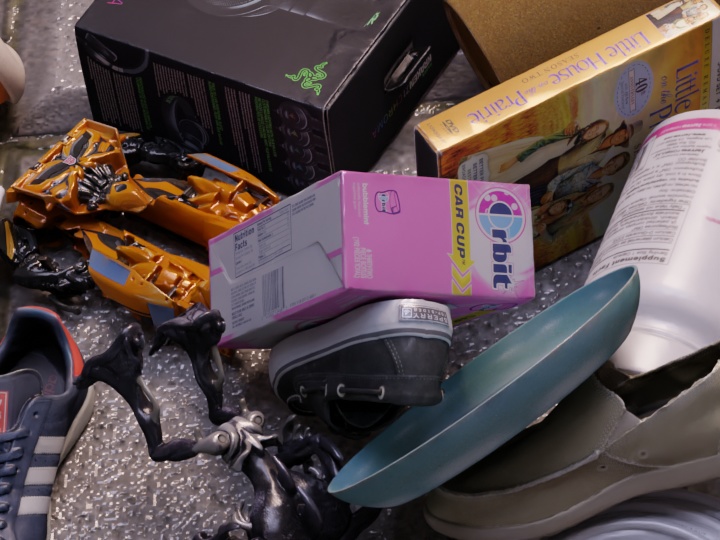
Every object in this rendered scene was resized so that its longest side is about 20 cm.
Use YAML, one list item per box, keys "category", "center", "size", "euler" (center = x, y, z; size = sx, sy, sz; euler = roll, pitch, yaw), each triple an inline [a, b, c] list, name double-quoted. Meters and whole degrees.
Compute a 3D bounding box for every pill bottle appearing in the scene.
- category: "pill bottle"
  center: [0.185, 0.015, 1.588]
  size: [0.113, 0.114, 0.201]
  euler: [11, 50, 18]

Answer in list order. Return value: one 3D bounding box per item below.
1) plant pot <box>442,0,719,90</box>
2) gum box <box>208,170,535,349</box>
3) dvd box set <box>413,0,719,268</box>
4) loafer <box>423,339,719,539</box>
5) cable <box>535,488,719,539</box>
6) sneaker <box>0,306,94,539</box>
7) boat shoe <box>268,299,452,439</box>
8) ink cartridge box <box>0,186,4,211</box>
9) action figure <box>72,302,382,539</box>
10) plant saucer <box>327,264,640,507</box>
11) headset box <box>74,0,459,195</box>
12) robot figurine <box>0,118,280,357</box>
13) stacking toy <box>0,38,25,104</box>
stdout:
- category: "plant pot"
  center: [0.159, -0.178, 1.747]
  size: [0.199, 0.187, 0.187]
  euler: [-32, 49, -3]
- category: "gum box"
  center: [0.000, 0.000, 1.562]
  size: [0.113, 0.200, 0.067]
  euler: [3, 78, -25]
- category: "dvd box set"
  center: [0.125, -0.069, 1.651]
  size: [0.199, 0.147, 0.029]
  euler: [-26, 53, -17]
- category: "loafer"
  center: [0.123, 0.085, 1.473]
  size: [0.199, 0.069, 0.076]
  euler: [-18, 18, 6]
- category: "cable"
  center: [0.145, 0.206, 1.447]
  size: [0.199, 0.070, 0.200]
  euler: [-30, 49, -20]
- category: "sneaker"
  center: [-0.205, 0.105, 1.576]
  size: [0.074, 0.085, 0.201]
  euler: [3, 48, 11]
- category: "boat shoe"
  center: [-0.004, 0.062, 1.542]
  size: [0.068, 0.200, 0.057]
  euler: [4, 76, -18]
- category: "ink cartridge box"
  center: [-0.325, -0.006, 1.650]
  size: [0.199, 0.050, 0.163]
  euler: [19, 60, -9]
- category: "action figure"
  center: [-0.065, 0.117, 1.541]
  size: [0.118, 0.102, 0.201]
  euler: [-29, 76, -29]
- category: "plant saucer"
  center: [0.070, 0.066, 1.467]
  size: [0.200, 0.200, 0.027]
  euler: [-39, 94, -25]
- category: "headset box"
  center: [-0.049, -0.149, 1.786]
  size: [0.199, 0.093, 0.174]
  euler: [20, 53, 23]
- category: "robot figurine"
  center: [-0.129, -0.028, 1.707]
  size: [0.199, 0.058, 0.145]
  euler: [25, 54, 27]
- category: "stacking toy"
  center: [-0.326, -0.110, 1.785]
  size: [0.200, 0.146, 0.146]
  euler: [-42, 54, -8]
